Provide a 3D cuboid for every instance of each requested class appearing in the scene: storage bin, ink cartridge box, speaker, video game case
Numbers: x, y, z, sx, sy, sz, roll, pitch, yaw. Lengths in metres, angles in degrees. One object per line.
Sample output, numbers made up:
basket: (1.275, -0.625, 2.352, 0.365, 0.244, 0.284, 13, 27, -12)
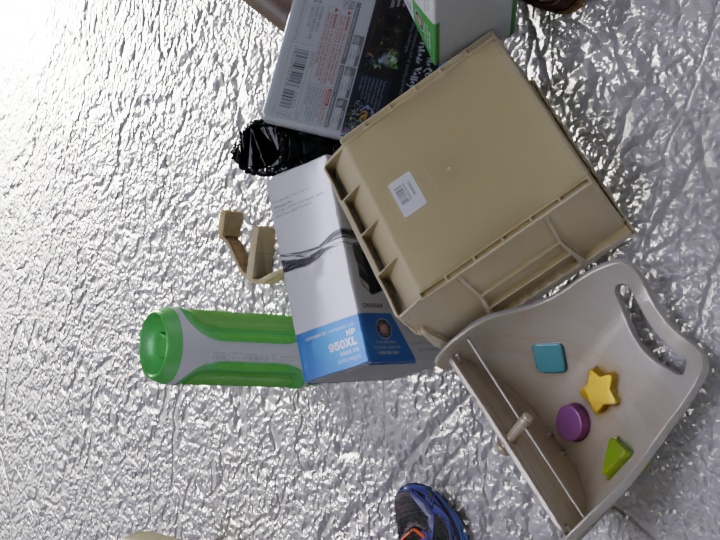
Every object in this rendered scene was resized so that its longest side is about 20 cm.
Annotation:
storage bin: (0.094, -0.066, 1.184, 0.198, 0.094, 0.201, -35, 52, 11)
ink cartridge box: (0.000, 0.000, 1.318, 0.084, 0.144, 0.202, -20, 77, 35)
ink cartridge box: (0.061, -0.304, 1.187, 0.147, 0.082, 0.201, 80, 168, -70)
speaker: (-0.135, 0.085, 1.494, 0.088, 0.198, 0.089, -11, 77, 55)
video game case: (0.017, -0.218, 1.320, 0.023, 0.180, 0.202, 57, -133, -78)

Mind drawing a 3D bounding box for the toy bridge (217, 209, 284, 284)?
toy bridge: (-0.117, -0.019, 1.636, 0.200, 0.027, 0.068, 26, 110, 55)

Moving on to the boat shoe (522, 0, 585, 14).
boat shoe: (0.133, -0.297, 1.258, 0.200, 0.070, 0.071, 53, 127, 44)

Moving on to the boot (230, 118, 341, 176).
boot: (-0.059, -0.124, 1.437, 0.198, 0.161, 0.074, 2, 96, 57)

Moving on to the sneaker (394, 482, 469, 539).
sneaker: (0.060, 0.295, 1.282, 0.075, 0.078, 0.202, -37, 56, 47)

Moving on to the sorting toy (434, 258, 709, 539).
sorting toy: (0.187, 0.093, 1.106, 0.180, 0.106, 0.201, -50, 55, 27)

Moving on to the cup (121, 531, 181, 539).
cup: (-0.200, 0.406, 1.587, 0.142, 0.200, 0.203, -3, 82, 30)

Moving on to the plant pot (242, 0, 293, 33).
plant pot: (-0.080, -0.353, 1.456, 0.198, 0.200, 0.201, 46, 126, 20)
